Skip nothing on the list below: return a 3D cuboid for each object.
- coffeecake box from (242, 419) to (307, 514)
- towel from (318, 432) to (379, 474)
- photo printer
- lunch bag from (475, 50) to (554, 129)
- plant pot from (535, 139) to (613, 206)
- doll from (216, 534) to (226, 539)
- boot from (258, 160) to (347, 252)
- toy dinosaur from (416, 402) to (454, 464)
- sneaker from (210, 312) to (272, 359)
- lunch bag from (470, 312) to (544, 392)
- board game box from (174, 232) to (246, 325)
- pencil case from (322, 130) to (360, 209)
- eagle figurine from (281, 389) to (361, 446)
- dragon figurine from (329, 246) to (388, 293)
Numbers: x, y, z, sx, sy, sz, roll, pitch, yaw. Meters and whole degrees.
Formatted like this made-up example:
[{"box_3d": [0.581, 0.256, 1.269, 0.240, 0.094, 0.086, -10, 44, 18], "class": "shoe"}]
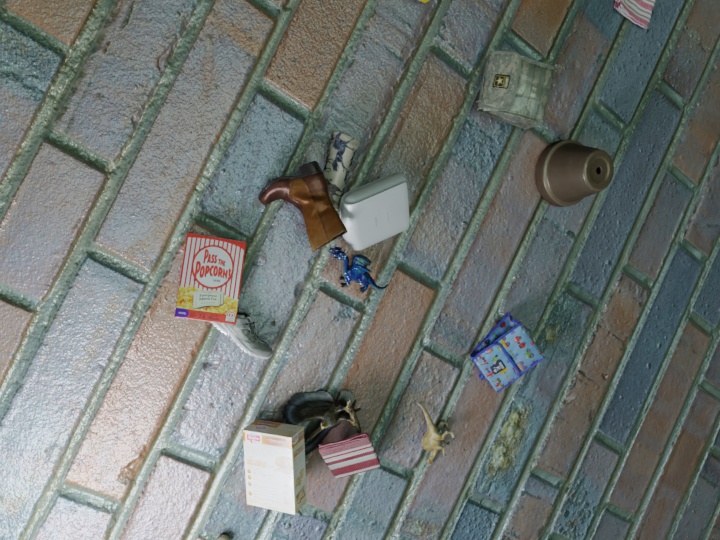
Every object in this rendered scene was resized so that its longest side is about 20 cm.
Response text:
[{"box_3d": [-0.223, 0.510, 1.416, 0.148, 0.073, 0.209, 2, 98, 23], "class": "coffeecake box"}, {"box_3d": [-0.026, 0.507, 1.477, 0.139, 0.023, 0.203, -14, 138, 2], "class": "towel"}, {"box_3d": [0.035, -0.152, 1.442, 0.194, 0.070, 0.170, -24, 134, -16], "class": "photo printer"}, {"box_3d": [0.435, -0.519, 1.548, 0.193, 0.117, 0.171, 11, 93, -14], "class": "lunch bag"}, {"box_3d": [0.655, -0.293, 1.617, 0.193, 0.174, 0.209, -3, 98, -19], "class": "plant pot"}, {"box_3d": [-0.383, 0.811, 1.447, 0.131, 0.048, 0.208, 12, 86, -10], "class": "doll"}, {"box_3d": [-0.148, -0.144, 1.369, 0.183, 0.069, 0.206, -23, 85, -1], "class": "boot"}, {"box_3d": [0.225, 0.491, 1.618, 0.097, 0.058, 0.208, -11, 99, -16], "class": "toy dinosaur"}, {"box_3d": [-0.296, 0.151, 1.388, 0.199, 0.075, 0.083, 42, 84, -18], "class": "sneaker"}, {"box_3d": [0.436, 0.262, 1.661, 0.199, 0.094, 0.151, -41, 108, 2], "class": "lunch bag"}, {"box_3d": [-0.368, 0.022, 1.335, 0.146, 0.046, 0.209, 7, 81, -13], "class": "board game box"}, {"box_3d": [-0.060, -0.264, 1.424, 0.075, 0.089, 0.207, 16, 90, 9], "class": "pencil case"}, {"box_3d": [-0.101, 0.407, 1.476, 0.193, 0.152, 0.157, -17, 58, 13], "class": "eagle figurine"}, {"box_3d": [0.000, 0.000, 1.464, 0.193, 0.060, 0.102, 17, 120, -13], "class": "dragon figurine"}]
